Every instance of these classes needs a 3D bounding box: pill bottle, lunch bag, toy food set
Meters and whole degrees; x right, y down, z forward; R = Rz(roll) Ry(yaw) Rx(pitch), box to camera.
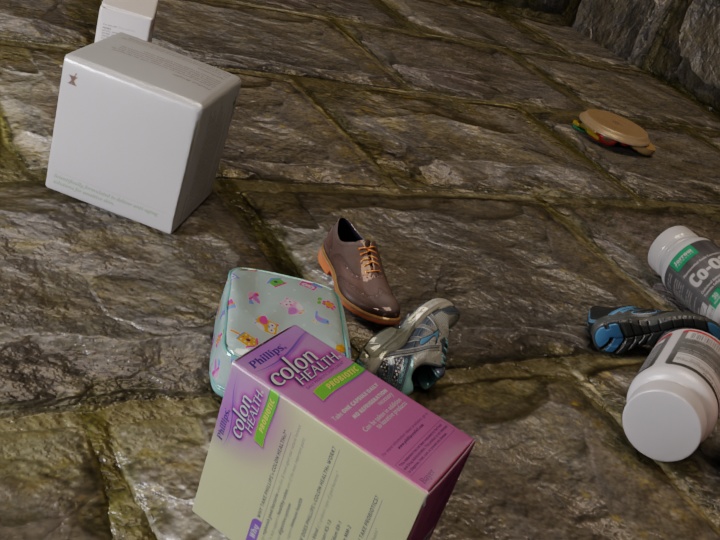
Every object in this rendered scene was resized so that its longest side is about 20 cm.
[{"bbox_3d":[0.593,0.015,1.520,0.112,0.114,0.200,3,32,-28],"label":"pill bottle"},{"bbox_3d":[-0.088,0.083,1.018,0.159,0.078,0.201,13,29,-14],"label":"lunch bag"},{"bbox_3d":[0.414,0.161,1.152,0.113,0.115,0.200,30,30,20],"label":"pill bottle"},{"bbox_3d":[0.652,-0.359,2.276,0.199,0.049,0.198,-3,36,-35],"label":"toy food set"}]

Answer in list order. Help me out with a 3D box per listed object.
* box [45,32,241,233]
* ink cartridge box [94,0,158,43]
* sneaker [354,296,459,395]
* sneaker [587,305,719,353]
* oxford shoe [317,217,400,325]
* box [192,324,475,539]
[{"bbox_3d":[-0.303,-0.197,1.243,0.198,0.201,0.172,21,26,2],"label":"box"},{"bbox_3d":[-0.392,-0.350,1.451,0.084,0.201,0.145,11,30,-15],"label":"ink cartridge box"},{"bbox_3d":[0.074,0.105,1.103,0.086,0.078,0.200,42,41,16],"label":"sneaker"},{"bbox_3d":[0.441,0.081,1.328,0.198,0.074,0.082,5,25,-4],"label":"sneaker"},{"bbox_3d":[0.000,0.000,1.219,0.071,0.073,0.200,-1,35,-34],"label":"oxford shoe"},{"bbox_3d":[-0.029,0.181,0.778,0.199,0.177,0.097,30,30,20],"label":"box"}]
